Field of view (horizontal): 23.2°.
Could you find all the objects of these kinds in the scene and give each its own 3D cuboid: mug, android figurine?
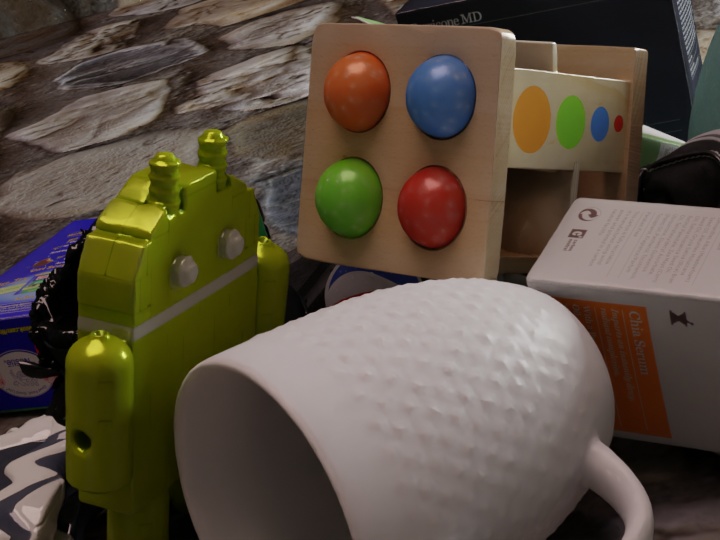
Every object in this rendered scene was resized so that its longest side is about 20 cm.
[{"bbox_3d":[0.041,0.091,0.789,0.174,0.149,0.200,-22,38,-32],"label":"mug"},{"bbox_3d":[-0.087,0.034,0.837,0.041,0.202,0.182,13,20,21],"label":"android figurine"}]

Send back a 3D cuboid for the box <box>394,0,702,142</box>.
[{"bbox_3d":[0.147,-0.128,1.267,0.198,0.184,0.104,-8,19,18],"label":"box"}]

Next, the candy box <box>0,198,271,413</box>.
[{"bbox_3d":[-0.173,0.022,1.240,0.168,0.078,0.200,-7,21,25],"label":"candy box"}]

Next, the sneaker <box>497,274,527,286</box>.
[{"bbox_3d":[0.044,0.061,0.974,0.199,0.091,0.078,-16,-19,-45],"label":"sneaker"}]

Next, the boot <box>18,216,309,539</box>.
[{"bbox_3d":[-0.099,0.030,0.946,0.073,0.163,0.199,4,44,27],"label":"boot"}]

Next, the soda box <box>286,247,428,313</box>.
[{"bbox_3d":[0.000,0.000,1.093,0.199,0.064,0.071,-32,7,4],"label":"soda box"}]

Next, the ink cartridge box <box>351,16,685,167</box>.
[{"bbox_3d":[0.100,-0.099,1.109,0.199,0.048,0.145,28,14,37],"label":"ink cartridge box"}]

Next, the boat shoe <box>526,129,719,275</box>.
[{"bbox_3d":[0.153,-0.025,0.993,0.066,0.071,0.200,-10,-9,-26],"label":"boat shoe"}]

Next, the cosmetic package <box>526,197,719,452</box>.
[{"bbox_3d":[0.189,0.031,0.842,0.198,0.102,0.071,5,40,31],"label":"cosmetic package"}]

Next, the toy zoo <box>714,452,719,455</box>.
[{"bbox_3d":[0.191,0.044,0.987,0.130,0.021,0.200,-21,20,-20],"label":"toy zoo"}]

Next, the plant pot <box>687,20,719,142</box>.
[{"bbox_3d":[0.265,-0.057,1.009,0.135,0.200,0.200,-54,27,-5],"label":"plant pot"}]

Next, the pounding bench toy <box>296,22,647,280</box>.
[{"bbox_3d":[0.027,-0.066,0.950,0.199,0.126,0.155,8,6,40],"label":"pounding bench toy"}]

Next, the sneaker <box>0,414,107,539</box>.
[{"bbox_3d":[-0.201,0.115,0.980,0.128,0.080,0.200,-1,31,13],"label":"sneaker"}]
